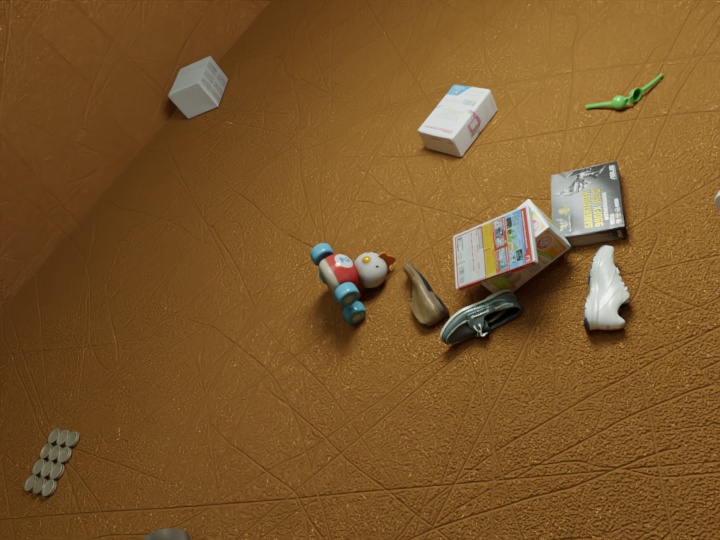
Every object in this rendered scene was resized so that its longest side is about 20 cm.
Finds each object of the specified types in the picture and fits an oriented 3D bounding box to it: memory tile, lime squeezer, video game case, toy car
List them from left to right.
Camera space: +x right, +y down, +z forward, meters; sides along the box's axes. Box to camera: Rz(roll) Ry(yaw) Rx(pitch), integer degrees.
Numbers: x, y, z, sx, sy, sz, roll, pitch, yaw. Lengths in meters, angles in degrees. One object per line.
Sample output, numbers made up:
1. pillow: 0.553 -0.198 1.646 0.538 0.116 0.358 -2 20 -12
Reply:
1. memory tile: -0.966 0.599 1.820 0.152 0.017 0.201 -4 55 31
2. toy car: 0.000 0.000 1.544 0.199 0.177 0.185 -30 54 -7
3. video game case: 0.296 -0.048 1.298 0.199 0.017 0.144 -23 52 38
4. lime squeezer: 0.698 -0.453 1.519 0.199 0.038 0.071 -21 16 20

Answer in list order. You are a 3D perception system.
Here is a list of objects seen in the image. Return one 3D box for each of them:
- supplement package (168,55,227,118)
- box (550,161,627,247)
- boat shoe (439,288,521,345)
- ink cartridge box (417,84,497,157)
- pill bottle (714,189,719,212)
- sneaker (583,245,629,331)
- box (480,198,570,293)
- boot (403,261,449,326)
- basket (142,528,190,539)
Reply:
1. supplement package: -0.754 -0.853 2.710 0.190 0.147 0.201 -12 51 26
2. box: 0.537 -0.155 1.377 0.157 0.048 0.201 -9 53 28
3. boat shoe: 0.274 0.116 1.326 0.199 0.073 0.062 -32 41 2
4. ink cartridge box: 0.291 -0.450 1.745 0.144 0.085 0.200 27 73 44
5. pill bottle: 0.813 -0.201 1.182 0.200 0.112 0.112 -50 45 -10
6. sneaker: 0.525 0.040 1.231 0.086 0.075 0.202 6 66 23
7. box: 0.357 -0.046 1.334 0.200 0.112 0.102 -41 42 21
8. boot: 0.144 0.057 1.466 0.075 0.073 0.201 -41 46 13
9. basket: -0.438 0.704 1.307 0.180 0.136 0.201 -35 41 13
